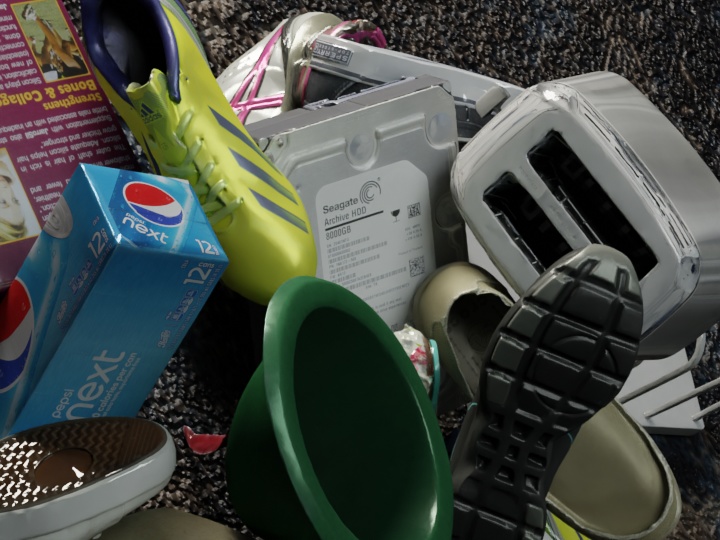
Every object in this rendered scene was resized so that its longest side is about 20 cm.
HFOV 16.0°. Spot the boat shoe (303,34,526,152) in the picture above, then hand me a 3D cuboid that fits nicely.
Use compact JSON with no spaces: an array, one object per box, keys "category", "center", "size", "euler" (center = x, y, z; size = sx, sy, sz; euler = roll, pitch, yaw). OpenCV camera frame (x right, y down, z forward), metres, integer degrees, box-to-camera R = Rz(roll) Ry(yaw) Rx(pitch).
[{"category":"boat shoe","center":[0.046,-0.089,1.541],"size":[0.200,0.072,0.068],"euler":[10,98,-45]}]

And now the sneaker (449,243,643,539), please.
[{"category":"sneaker","center":[0.085,0.071,1.365],"size":[0.075,0.200,0.079],"euler":[23,15,-10]}]

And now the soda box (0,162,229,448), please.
[{"category":"soda box","center":[-0.147,0.043,1.303],"size":[0.068,0.200,0.064],"euler":[9,37,-36]}]

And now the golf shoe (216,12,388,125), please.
[{"category":"golf shoe","center":[-0.067,-0.075,1.544],"size":[0.200,0.092,0.073],"euler":[-51,133,-27]}]

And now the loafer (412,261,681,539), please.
[{"category":"loafer","center":[0.101,0.080,1.443],"size":[0.200,0.076,0.068],"euler":[46,4,2]}]

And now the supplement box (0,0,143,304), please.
[{"category":"supplement box","center":[-0.212,-0.071,1.384],"size":[0.131,0.103,0.200],"euler":[-15,77,-47]}]

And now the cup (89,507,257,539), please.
[{"category":"cup","center":[-0.091,0.206,1.294],"size":[0.200,0.200,0.143],"euler":[-9,48,-43]}]

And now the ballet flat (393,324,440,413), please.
[{"category":"ballet flat","center":[0.010,0.111,1.451],"size":[0.064,0.200,0.076],"euler":[-5,38,-6]}]

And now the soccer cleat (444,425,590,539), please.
[{"category":"soccer cleat","center":[0.123,0.170,1.564],"size":[0.200,0.065,0.084],"euler":[49,42,-7]}]

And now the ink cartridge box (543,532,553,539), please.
[{"category":"ink cartridge box","center":[0.052,0.208,1.438],"size":[0.200,0.115,0.068],"euler":[-21,60,-46]}]

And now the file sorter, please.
[{"category":"file sorter","center":[0.169,0.017,1.647],"size":[0.200,0.124,0.139],"euler":[6,64,-39]}]

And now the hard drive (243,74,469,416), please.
[{"category":"hard drive","center":[0.000,0.000,1.468],"size":[0.140,0.038,0.200],"euler":[-19,112,-33]}]

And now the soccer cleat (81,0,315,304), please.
[{"category":"soccer cleat","center":[-0.091,-0.068,1.350],"size":[0.200,0.065,0.084],"euler":[60,10,14]}]

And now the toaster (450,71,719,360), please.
[{"category":"toaster","center":[0.140,-0.023,1.464],"size":[0.200,0.114,0.129],"euler":[54,22,14]}]

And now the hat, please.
[{"category":"hat","center":[-0.063,0.110,1.314],"size":[0.200,0.176,0.166],"euler":[28,47,-55]}]

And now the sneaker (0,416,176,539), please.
[{"category":"sneaker","center":[-0.177,0.139,1.267],"size":[0.073,0.200,0.085],"euler":[-116,-177,-59]}]
